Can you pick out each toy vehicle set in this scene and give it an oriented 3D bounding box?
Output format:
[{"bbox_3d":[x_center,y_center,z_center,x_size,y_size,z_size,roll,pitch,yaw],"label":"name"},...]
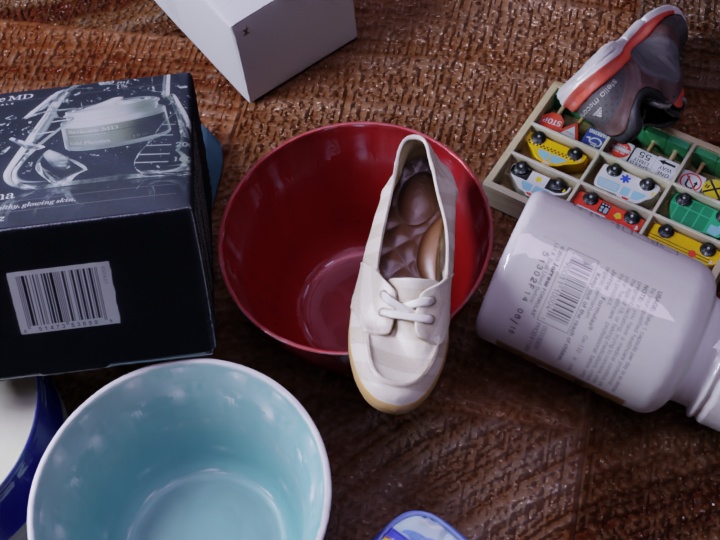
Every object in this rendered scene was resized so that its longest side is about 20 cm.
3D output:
[{"bbox_3d":[0.213,-0.067,1.032,0.198,0.027,0.125,26,63,21],"label":"toy vehicle set"}]

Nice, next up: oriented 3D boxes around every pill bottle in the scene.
[{"bbox_3d":[0.190,0.034,0.911,0.198,0.115,0.115,25,62,8],"label":"pill bottle"}]

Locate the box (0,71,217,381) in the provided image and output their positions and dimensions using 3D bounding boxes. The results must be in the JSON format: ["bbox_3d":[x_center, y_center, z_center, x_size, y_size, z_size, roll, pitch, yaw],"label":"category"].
[{"bbox_3d":[-0.207,-0.035,0.917,0.197,0.125,0.198,-7,34,-3],"label":"box"}]

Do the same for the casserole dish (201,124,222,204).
[{"bbox_3d":[-0.185,-0.060,1.065,0.119,0.039,0.202,6,57,9],"label":"casserole dish"}]

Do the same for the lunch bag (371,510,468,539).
[{"bbox_3d":[0.056,0.260,0.807,0.160,0.083,0.199,-40,63,-22],"label":"lunch bag"}]

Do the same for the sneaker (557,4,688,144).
[{"bbox_3d":[0.228,-0.149,1.044,0.082,0.077,0.200,48,43,4],"label":"sneaker"}]

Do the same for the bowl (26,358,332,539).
[{"bbox_3d":[-0.112,0.171,0.866,0.197,0.106,0.203,-3,57,4],"label":"bowl"}]

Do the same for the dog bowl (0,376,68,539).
[{"bbox_3d":[-0.316,0.123,0.935,0.197,0.079,0.202,-3,57,4],"label":"dog bowl"}]

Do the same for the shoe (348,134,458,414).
[{"bbox_3d":[0.029,-0.002,0.865,0.069,0.054,0.202,3,58,8],"label":"shoe"}]

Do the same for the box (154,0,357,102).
[{"bbox_3d":[-0.111,-0.269,1.156,0.124,0.098,0.200,-33,59,-15],"label":"box"}]

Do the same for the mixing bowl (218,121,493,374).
[{"bbox_3d":[0.000,0.000,0.963,0.197,0.109,0.203,-3,58,4],"label":"mixing bowl"}]
